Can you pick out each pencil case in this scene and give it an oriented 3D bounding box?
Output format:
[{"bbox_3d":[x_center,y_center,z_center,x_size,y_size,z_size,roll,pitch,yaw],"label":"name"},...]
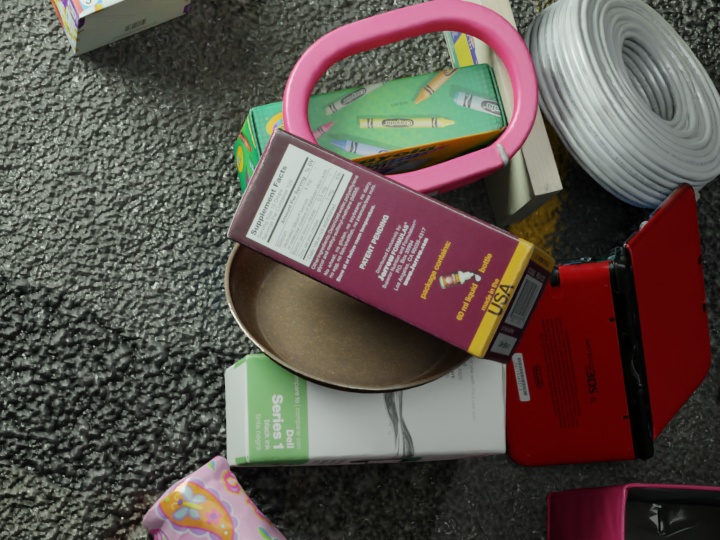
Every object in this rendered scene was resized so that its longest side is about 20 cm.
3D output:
[{"bbox_3d":[-0.079,0.241,1.244,0.087,0.087,0.200,-38,78,-15],"label":"pencil case"}]

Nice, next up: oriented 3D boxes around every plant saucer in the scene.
[{"bbox_3d":[-0.002,0.024,1.209,0.200,0.037,0.200,5,43,-4],"label":"plant saucer"}]

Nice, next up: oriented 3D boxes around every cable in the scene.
[{"bbox_3d":[0.221,-0.144,1.344,0.200,0.069,0.200,-18,78,-54],"label":"cable"}]

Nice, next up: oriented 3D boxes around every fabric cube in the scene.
[{"bbox_3d":[0.260,0.270,1.259,0.196,0.199,0.200,4,79,-11],"label":"fabric cube"}]

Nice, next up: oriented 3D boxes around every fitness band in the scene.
[{"bbox_3d":[0.039,-0.128,1.242,0.200,0.037,0.144,-17,84,-9],"label":"fitness band"}]

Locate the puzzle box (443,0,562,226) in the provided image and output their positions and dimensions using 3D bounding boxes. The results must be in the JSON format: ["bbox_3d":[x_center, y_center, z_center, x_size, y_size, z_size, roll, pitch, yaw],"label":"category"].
[{"bbox_3d":[0.112,-0.145,1.336,0.025,0.133,0.200,-14,84,-10],"label":"puzzle box"}]

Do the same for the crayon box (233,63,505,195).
[{"bbox_3d":[0.004,-0.108,1.317,0.200,0.119,0.058,-12,83,-12],"label":"crayon box"}]

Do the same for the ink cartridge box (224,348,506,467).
[{"bbox_3d":[0.001,0.108,1.264,0.200,0.146,0.084,0,82,-10],"label":"ink cartridge box"}]

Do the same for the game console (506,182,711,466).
[{"bbox_3d":[0.194,0.046,1.321,0.172,0.119,0.200,-6,124,12],"label":"game console"}]

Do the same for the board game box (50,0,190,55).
[{"bbox_3d":[-0.222,-0.295,1.314,0.105,0.103,0.200,-24,86,-14],"label":"board game box"}]

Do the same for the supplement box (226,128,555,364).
[{"bbox_3d":[0.023,-0.015,1.133,0.200,0.110,0.086,25,91,15],"label":"supplement box"}]
